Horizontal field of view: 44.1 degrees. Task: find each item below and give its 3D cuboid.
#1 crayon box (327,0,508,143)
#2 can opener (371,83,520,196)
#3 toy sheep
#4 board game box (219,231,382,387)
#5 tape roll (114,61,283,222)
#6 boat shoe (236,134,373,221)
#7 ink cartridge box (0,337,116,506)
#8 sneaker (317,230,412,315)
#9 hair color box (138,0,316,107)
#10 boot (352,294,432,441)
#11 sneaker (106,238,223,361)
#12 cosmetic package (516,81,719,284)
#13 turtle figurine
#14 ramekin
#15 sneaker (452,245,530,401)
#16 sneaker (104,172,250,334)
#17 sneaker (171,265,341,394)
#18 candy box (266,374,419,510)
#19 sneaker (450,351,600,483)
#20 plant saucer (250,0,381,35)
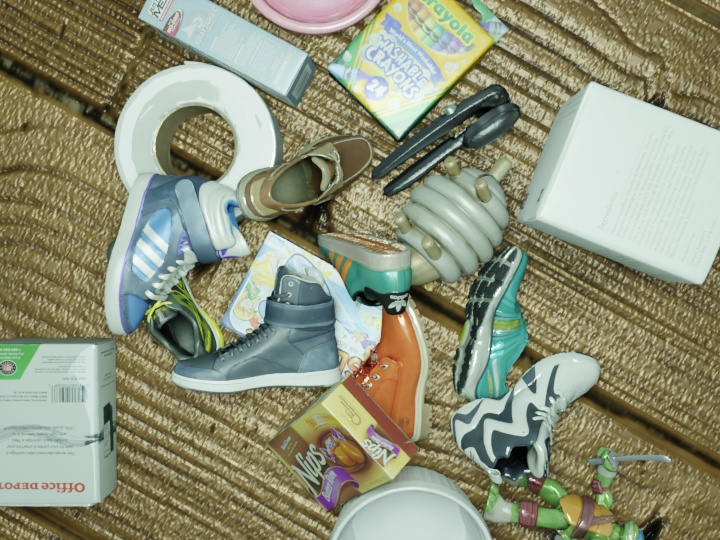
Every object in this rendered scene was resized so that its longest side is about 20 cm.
[{"bbox_3d":[0.073,-0.274,1.099,0.126,0.052,0.200,44,93,1],"label":"crayon box"},{"bbox_3d":[0.101,-0.162,1.098,0.200,0.079,0.063,-28,98,13],"label":"can opener"},{"bbox_3d":[0.112,-0.060,1.065,0.200,0.138,0.138,-44,89,-2],"label":"toy sheep"},{"bbox_3d":[-0.058,0.056,1.124,0.200,0.034,0.136,28,93,1],"label":"board game box"},{"bbox_3d":[-0.199,-0.152,1.107,0.202,0.071,0.203,0,92,3],"label":"tape roll"},{"bbox_3d":[-0.052,-0.112,1.059,0.200,0.072,0.076,-33,108,-34],"label":"boat shoe"},{"bbox_3d":[-0.388,0.188,1.121,0.146,0.083,0.200,1,91,3],"label":"ink cartridge box"},{"bbox_3d":[0.000,0.000,1.048,0.071,0.200,0.080,-7,104,-21],"label":"sneaker"},{"bbox_3d":[-0.159,-0.277,1.087,0.200,0.099,0.061,28,93,2],"label":"hair color box"},{"bbox_3d":[0.028,0.121,1.072,0.107,0.075,0.200,-6,107,-14],"label":"boot"},{"bbox_3d":[-0.245,0.036,1.108,0.074,0.085,0.200,-42,89,3],"label":"sneaker"},{"bbox_3d":[0.311,-0.097,1.036,0.200,0.165,0.165,22,92,1],"label":"cosmetic package"},{"bbox_3d":[0.254,0.267,1.053,0.194,0.200,0.144,16,77,11],"label":"turtle figurine"},{"bbox_3d":[0.059,0.335,1.080,0.200,0.105,0.201,0,100,0],"label":"ramekin"},{"bbox_3d":[0.172,0.067,1.105,0.080,0.078,0.200,12,99,-15],"label":"sneaker"},{"bbox_3d":[-0.206,-0.011,1.036,0.146,0.081,0.200,11,87,6],"label":"sneaker"},{"bbox_3d":[-0.125,0.067,1.057,0.202,0.077,0.147,-3,102,-13],"label":"sneaker"},{"bbox_3d":[-0.027,0.208,1.051,0.117,0.200,0.056,47,55,1],"label":"candy box"},{"bbox_3d":[0.217,0.184,1.053,0.199,0.130,0.080,-22,127,-7],"label":"sneaker"},{"bbox_3d":[-0.054,-0.391,1.103,0.200,0.051,0.201,0,93,3],"label":"plant saucer"}]
